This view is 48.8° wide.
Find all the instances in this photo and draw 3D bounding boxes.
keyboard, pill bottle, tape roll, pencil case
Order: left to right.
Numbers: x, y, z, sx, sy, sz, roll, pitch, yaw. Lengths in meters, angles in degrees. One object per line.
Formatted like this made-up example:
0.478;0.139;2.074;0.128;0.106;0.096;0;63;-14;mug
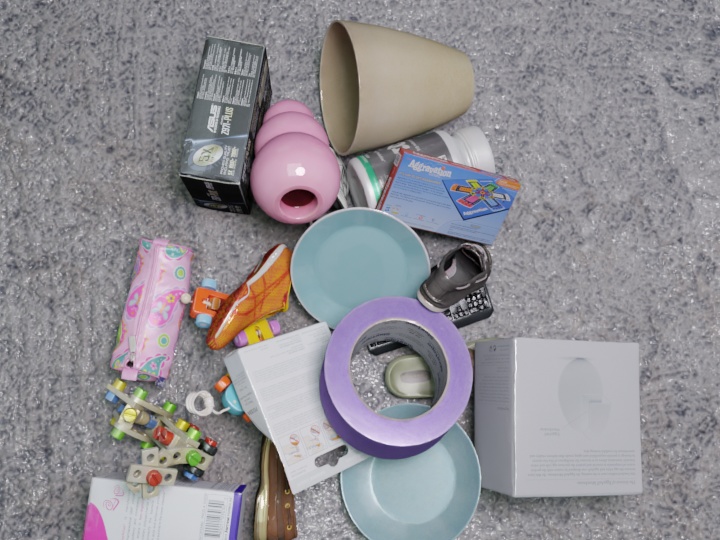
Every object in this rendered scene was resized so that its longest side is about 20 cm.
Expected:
-0.295;0.058;1.123;0.086;0.087;0.203;11;79;-1;pencil case
0.045;0.143;1.060;0.197;0.085;0.203;3;67;-7;tape roll
0.089;-0.137;1.160;0.198;0.113;0.114;-19;81;-11;pill bottle
0.094;0.047;1.168;0.197;0.040;0.105;-19;82;-7;keyboard

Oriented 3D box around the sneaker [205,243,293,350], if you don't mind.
-0.140;0.043;1.105;0.077;0.073;0.200;47;53;-10;sneaker

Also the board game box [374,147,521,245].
0.123;-0.101;1.114;0.198;0.020;0.104;11;117;-27;board game box

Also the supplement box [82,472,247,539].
-0.259;0.335;1.067;0.197;0.103;0.103;7;80;-3;supplement box

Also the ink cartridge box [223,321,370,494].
-0.079;0.185;1.085;0.159;0.047;0.202;-14;78;-43;ink cartridge box

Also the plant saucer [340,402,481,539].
0.071;0.289;1.109;0.198;0.039;0.204;-3;77;14;plant saucer

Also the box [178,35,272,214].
-0.188;-0.200;1.133;0.085;0.164;0.203;9;80;-2;box

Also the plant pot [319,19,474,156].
0.059;-0.272;1.165;0.197;0.187;0.190;-8;80;-18;plant pot

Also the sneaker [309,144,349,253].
-0.047;-0.113;1.164;0.075;0.088;0.203;-13;80;-3;sneaker

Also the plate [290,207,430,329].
0.000;0.000;1.117;0.197;0.026;0.203;1;118;1;plate

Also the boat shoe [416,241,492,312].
0.147;-0.003;1.112;0.067;0.057;0.200;43;37;9;boat shoe

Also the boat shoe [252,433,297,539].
-0.108;0.276;1.105;0.067;0.072;0.203;6;85;-8;boat shoe

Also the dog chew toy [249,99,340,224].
-0.095;-0.161;1.102;0.123;0.125;0.202;-8;49;-4;dog chew toy

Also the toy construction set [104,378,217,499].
-0.269;0.223;1.054;0.131;0.200;0.092;38;92;-32;toy construction set

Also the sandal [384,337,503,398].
0.135;0.147;1.143;0.198;0.057;0.081;-11;81;-5;sandal

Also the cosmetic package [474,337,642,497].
0.267;0.199;1.085;0.196;0.123;0.203;5;80;-18;cosmetic package

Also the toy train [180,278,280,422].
-0.190;0.118;1.113;0.148;0.056;0.203;12;59;-23;toy train
